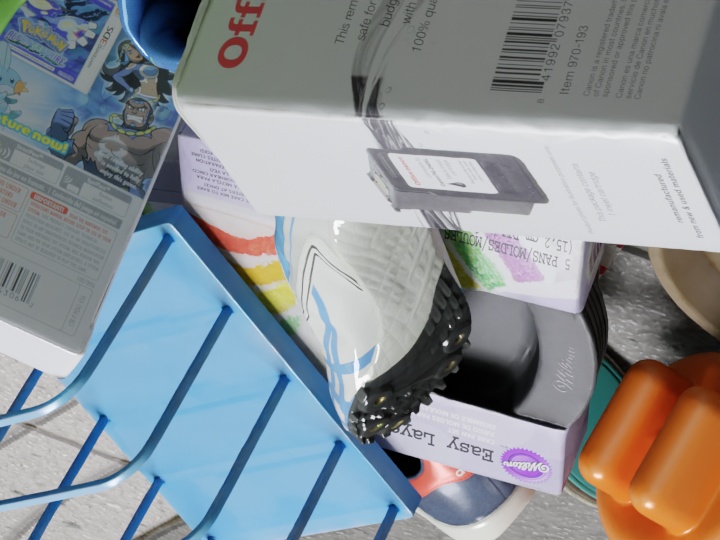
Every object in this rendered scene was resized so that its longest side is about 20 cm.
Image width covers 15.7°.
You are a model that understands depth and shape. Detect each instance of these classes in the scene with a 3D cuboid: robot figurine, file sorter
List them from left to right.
[{"bbox_3d":[-0.098,0.094,1.223,0.139,0.123,0.200,-14,126,40],"label":"file sorter"},{"bbox_3d":[0.194,0.112,1.274,0.144,0.117,0.200,-23,140,37],"label":"robot figurine"}]

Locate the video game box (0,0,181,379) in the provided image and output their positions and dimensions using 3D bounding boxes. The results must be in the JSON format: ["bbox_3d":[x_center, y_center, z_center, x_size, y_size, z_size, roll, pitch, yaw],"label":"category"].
[{"bbox_3d":[-0.181,-0.076,1.123,0.200,0.182,0.047,26,156,-9],"label":"video game box"}]

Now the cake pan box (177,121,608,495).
[{"bbox_3d":[0.018,0.009,1.204,0.200,0.052,0.184,15,141,12],"label":"cake pan box"}]

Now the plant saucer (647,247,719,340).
[{"bbox_3d":[0.225,0.000,1.149,0.200,0.029,0.200,16,153,8],"label":"plant saucer"}]

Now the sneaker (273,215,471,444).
[{"bbox_3d":[0.000,0.000,1.126,0.072,0.072,0.200,44,158,34],"label":"sneaker"}]

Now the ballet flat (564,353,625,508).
[{"bbox_3d":[0.081,0.049,1.324,0.200,0.067,0.062,46,169,-33],"label":"ballet flat"}]

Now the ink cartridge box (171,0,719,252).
[{"bbox_3d":[0.051,-0.094,0.965,0.200,0.145,0.083,5,152,27],"label":"ink cartridge box"}]

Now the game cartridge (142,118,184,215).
[{"bbox_3d":[-0.073,-0.021,1.314,0.133,0.041,0.200,4,149,23],"label":"game cartridge"}]

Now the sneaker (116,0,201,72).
[{"bbox_3d":[-0.058,-0.106,1.063,0.076,0.105,0.200,8,150,23],"label":"sneaker"}]

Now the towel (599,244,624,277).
[{"bbox_3d":[0.063,-0.056,1.168,0.144,0.023,0.200,24,152,-3],"label":"towel"}]

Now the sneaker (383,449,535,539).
[{"bbox_3d":[0.006,0.078,1.377,0.200,0.075,0.085,13,150,51],"label":"sneaker"}]

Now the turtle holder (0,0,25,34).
[{"bbox_3d":[-0.135,-0.155,0.958,0.132,0.141,0.186,5,110,57],"label":"turtle holder"}]
